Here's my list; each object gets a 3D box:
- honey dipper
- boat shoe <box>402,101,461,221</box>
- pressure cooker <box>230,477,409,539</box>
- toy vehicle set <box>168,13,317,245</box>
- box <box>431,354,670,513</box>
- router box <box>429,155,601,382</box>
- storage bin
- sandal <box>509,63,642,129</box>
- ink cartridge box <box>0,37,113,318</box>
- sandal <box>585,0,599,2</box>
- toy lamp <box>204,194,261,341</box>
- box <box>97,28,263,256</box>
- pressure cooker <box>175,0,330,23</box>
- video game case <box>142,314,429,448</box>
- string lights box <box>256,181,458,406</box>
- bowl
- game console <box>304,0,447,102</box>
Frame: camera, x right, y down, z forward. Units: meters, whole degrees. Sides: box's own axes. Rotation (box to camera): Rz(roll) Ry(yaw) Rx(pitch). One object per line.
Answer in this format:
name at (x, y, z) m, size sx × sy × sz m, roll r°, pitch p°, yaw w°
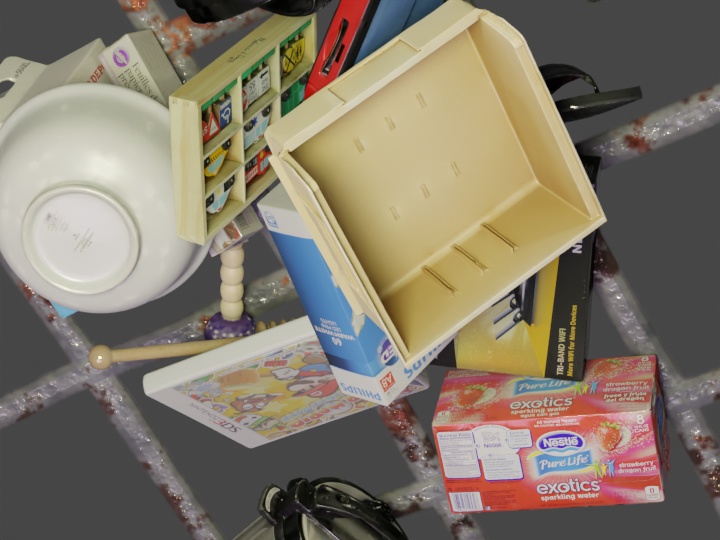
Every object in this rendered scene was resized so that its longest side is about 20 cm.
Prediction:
honey dipper at (-0.142, 0.070, 1.737) m, size 0.198 × 0.038 × 0.038 m, roll -7°, pitch 122°, yaw -13°
boat shoe at (0.053, -0.070, 1.605) m, size 0.072 × 0.062 × 0.201 m, roll 4°, pitch 125°, yaw 20°
pressure cooker at (-0.039, 0.292, 1.840) m, size 0.200 × 0.180 × 0.175 m, roll -40°, pitch 148°, yaw 28°
toy vehicle set at (-0.092, -0.123, 1.593) m, size 0.026 × 0.200 × 0.125 m, roll 14°, pitch 124°, yaw 22°
box at (0.172, 0.146, 1.750) m, size 0.198 × 0.096 × 0.100 m, roll -6°, pitch 119°, yaw 16°
router box at (0.124, -0.007, 1.697) m, size 0.156 × 0.052 × 0.202 m, roll 6°, pitch 121°, yaw 10°
storage bin at (0.056, -0.072, 1.504) m, size 0.199 × 0.094 × 0.199 m, roll -35°, pitch 124°, yaw -9°
sandal at (0.131, -0.141, 1.611) m, size 0.199 × 0.075 × 0.048 m, roll -8°, pitch 91°, yaw 19°
ink cartridge box at (-0.249, -0.091, 1.689) m, size 0.125 × 0.129 × 0.201 m, roll -24°, pitch 112°, yaw 23°
sandal at (0.160, -0.298, 1.514) m, size 0.080 × 0.057 × 0.202 m, roll -38°, pitch 125°, yaw -8°
toy lamp at (-0.115, -0.025, 1.740) m, size 0.058 × 0.058 × 0.201 m, roll 9°, pitch 121°, yaw 7°
box at (-0.153, -0.109, 1.667) m, size 0.039 × 0.041 × 0.201 m, roll -31°, pitch 88°, yaw 30°
pressure cooker at (-0.089, -0.285, 1.504) m, size 0.178 × 0.176 × 0.201 m, roll -21°, pitch 114°, yaw 21°
video game case at (-0.064, 0.100, 1.760) m, size 0.199 × 0.023 × 0.182 m, roll -21°, pitch 151°, yaw 22°
string lights box at (0.000, 0.000, 1.616) m, size 0.059 × 0.103 × 0.201 m, roll 12°, pitch 136°, yaw 45°
bowl at (-0.217, -0.043, 1.584) m, size 0.199 × 0.091 × 0.203 m, roll 2°, pitch 116°, yaw 4°
game console at (0.036, -0.215, 1.527) m, size 0.031 × 0.177 × 0.201 m, roll 37°, pitch 124°, yaw 17°
